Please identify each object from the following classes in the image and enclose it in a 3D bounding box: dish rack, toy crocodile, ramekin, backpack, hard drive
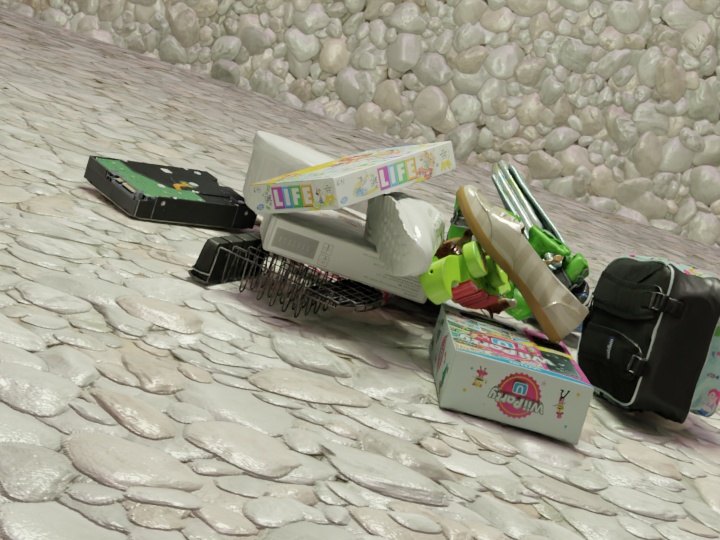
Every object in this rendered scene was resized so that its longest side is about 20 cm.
[{"bbox_3d":[-0.076,0.012,1.541,0.198,0.055,0.153,24,13,18],"label":"dish rack"},{"bbox_3d":[0.120,0.014,1.516,0.067,0.063,0.200,-20,-16,19],"label":"toy crocodile"},{"bbox_3d":[-0.066,-0.102,1.823,0.200,0.095,0.202,24,8,-4],"label":"ramekin"},{"bbox_3d":[0.336,0.074,1.571,0.149,0.180,0.200,17,1,-20],"label":"backpack"},{"bbox_3d":[-0.251,-0.102,1.820,0.198,0.038,0.139,5,21,-45],"label":"hard drive"}]

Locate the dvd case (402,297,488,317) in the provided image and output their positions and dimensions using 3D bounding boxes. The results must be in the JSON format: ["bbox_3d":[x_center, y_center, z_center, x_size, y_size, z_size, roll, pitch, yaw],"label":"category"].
[{"bbox_3d":[0.088,0.020,1.748,0.141,0.018,0.200,25,12,-22],"label":"dvd case"}]

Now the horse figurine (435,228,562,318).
[{"bbox_3d":[0.146,-0.005,1.631,0.132,0.051,0.199,-22,-30,38],"label":"horse figurine"}]

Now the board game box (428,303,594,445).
[{"bbox_3d":[0.151,0.105,1.426,0.146,0.065,0.200,16,12,-4],"label":"board game box"}]

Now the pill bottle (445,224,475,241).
[{"bbox_3d":[0.178,-0.033,1.991,0.110,0.112,0.200,18,11,0],"label":"pill bottle"}]

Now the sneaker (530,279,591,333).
[{"bbox_3d":[0.260,0.050,1.875,0.077,0.076,0.200,52,-11,-22],"label":"sneaker"}]

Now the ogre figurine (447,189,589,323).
[{"bbox_3d":[0.189,-0.009,1.778,0.198,0.121,0.098,22,18,-30],"label":"ogre figurine"}]

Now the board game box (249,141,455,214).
[{"bbox_3d":[-0.007,-0.104,1.526,0.133,0.035,0.199,-1,14,43],"label":"board game box"}]

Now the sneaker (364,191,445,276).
[{"bbox_3d":[0.058,-0.044,1.484,0.079,0.077,0.200,7,18,-12],"label":"sneaker"}]

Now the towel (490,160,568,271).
[{"bbox_3d":[0.261,-0.050,1.993,0.202,0.048,0.171,64,6,26],"label":"towel"}]

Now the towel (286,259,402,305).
[{"bbox_3d":[0.000,0.000,1.773,0.145,0.030,0.200,22,12,17],"label":"towel"}]

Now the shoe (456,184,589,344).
[{"bbox_3d":[0.175,-0.016,1.488,0.201,0.053,0.070,56,13,11],"label":"shoe"}]

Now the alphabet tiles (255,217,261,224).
[{"bbox_3d":[-0.243,-0.100,1.931,0.198,0.008,0.167,12,13,-27],"label":"alphabet tiles"}]

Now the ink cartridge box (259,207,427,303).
[{"bbox_3d":[-0.020,-0.035,1.604,0.198,0.045,0.176,19,13,-11],"label":"ink cartridge box"}]
